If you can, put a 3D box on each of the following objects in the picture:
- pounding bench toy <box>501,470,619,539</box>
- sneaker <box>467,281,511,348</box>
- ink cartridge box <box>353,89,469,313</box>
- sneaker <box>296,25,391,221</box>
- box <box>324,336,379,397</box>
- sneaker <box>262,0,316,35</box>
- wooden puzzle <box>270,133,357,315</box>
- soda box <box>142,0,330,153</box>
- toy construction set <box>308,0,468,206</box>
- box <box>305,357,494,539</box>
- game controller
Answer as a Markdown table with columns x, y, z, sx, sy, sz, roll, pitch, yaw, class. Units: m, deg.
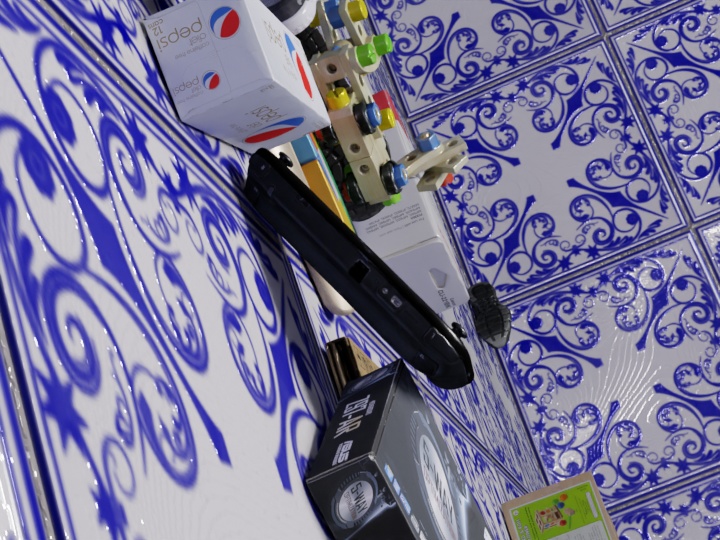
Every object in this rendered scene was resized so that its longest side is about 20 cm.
| x | y | z | sx | sy | sz | roll | pitch | yaw | class |
| --- | --- | --- | --- | --- | --- | --- | --- | --- | --- |
| 0.281 | 0.393 | 1.711 | 0.156 | 0.123 | 0.201 | 60 | 11 | -49 | pounding bench toy |
| 0.267 | 0.101 | 2.687 | 0.200 | 0.075 | 0.080 | -100 | 168 | -58 | sneaker |
| 0.036 | -0.064 | 1.425 | 0.144 | 0.083 | 0.201 | 59 | 11 | -56 | ink cartridge box |
| -0.027 | -0.145 | 1.263 | 0.088 | 0.075 | 0.201 | -107 | 173 | -79 | sneaker |
| 0.032 | 0.149 | 1.000 | 0.200 | 0.021 | 0.164 | 51 | 18 | -67 | box |
| -0.103 | -0.284 | 1.114 | 0.201 | 0.075 | 0.114 | 66 | 5 | 35 | sneaker |
| -0.037 | -0.071 | 1.092 | 0.200 | 0.037 | 0.186 | -78 | 145 | -77 | wooden puzzle |
| -0.074 | -0.126 | 0.877 | 0.200 | 0.063 | 0.069 | 6 | 63 | -81 | soda box |
| 0.011 | -0.134 | 1.173 | 0.200 | 0.092 | 0.131 | 50 | 27 | -24 | toy construction set |
| 0.042 | 0.172 | 0.817 | 0.201 | 0.043 | 0.160 | 63 | 14 | -10 | box |
| 0.000 | 0.000 | 0.884 | 0.200 | 0.042 | 0.104 | 45 | 1 | 18 | game controller |
